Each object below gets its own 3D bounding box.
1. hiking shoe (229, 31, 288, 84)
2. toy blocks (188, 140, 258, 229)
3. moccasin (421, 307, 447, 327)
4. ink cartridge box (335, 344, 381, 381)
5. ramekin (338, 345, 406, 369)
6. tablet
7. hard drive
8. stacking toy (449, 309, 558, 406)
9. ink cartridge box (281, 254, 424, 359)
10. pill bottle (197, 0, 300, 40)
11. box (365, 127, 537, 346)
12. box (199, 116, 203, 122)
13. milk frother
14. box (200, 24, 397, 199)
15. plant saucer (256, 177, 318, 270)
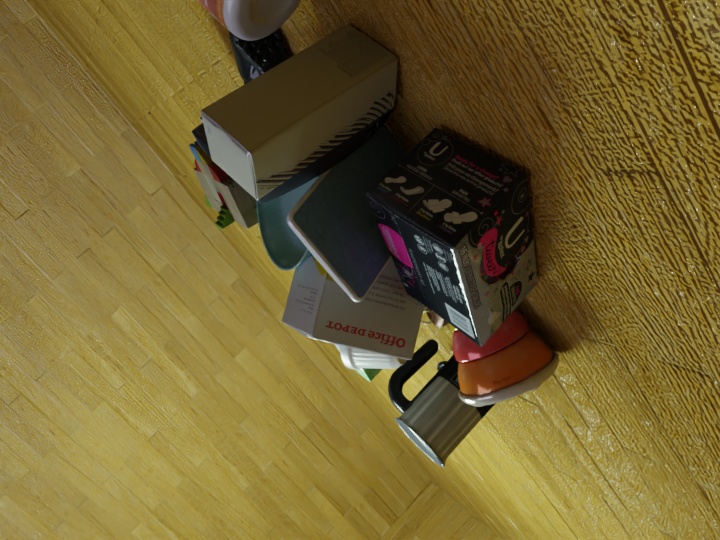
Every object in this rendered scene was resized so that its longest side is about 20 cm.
[{"bbox_3d":[-0.117,-0.261,0.911,0.201,0.075,0.101,65,169,-28],"label":"hiking shoe"},{"bbox_3d":[-0.212,-0.152,1.028,0.199,0.099,0.138,28,146,52],"label":"toy blocks"},{"bbox_3d":[0.103,0.033,1.020,0.073,0.078,0.202,39,165,28],"label":"moccasin"},{"bbox_3d":[0.011,0.116,1.401,0.084,0.145,0.201,33,160,43],"label":"ink cartridge box"},{"bbox_3d":[0.038,0.073,1.111,0.093,0.204,0.203,7,152,18],"label":"ramekin"},{"bbox_3d":[0.007,-0.077,0.762,0.014,0.201,0.130,-14,123,50],"label":"tablet"},{"bbox_3d":[-0.071,-0.160,0.736,0.135,0.199,0.043,41,153,26],"label":"hard drive"},{"bbox_3d":[0.169,0.067,0.894,0.202,0.145,0.146,67,165,-2],"label":"stacking toy"},{"bbox_3d":[0.000,0.000,0.885,0.146,0.203,0.144,16,177,-22],"label":"ink cartridge box"},{"bbox_3d":[-0.155,-0.342,0.676,0.200,0.112,0.112,44,167,11],"label":"pill bottle"},{"bbox_3d":[0.111,-0.033,0.730,0.132,0.115,0.201,36,164,35],"label":"box"},{"bbox_3d":[-0.138,-0.189,1.080,0.199,0.105,0.185,32,160,46],"label":"box"},{"bbox_3d":[0.160,0.248,1.225,0.180,0.188,0.201,37,164,39],"label":"milk frother"},{"bbox_3d":[-0.057,-0.165,0.670,0.082,0.199,0.069,41,154,24],"label":"box"},{"bbox_3d":[-0.085,-0.101,0.859,0.199,0.036,0.203,8,99,59],"label":"plant saucer"}]
